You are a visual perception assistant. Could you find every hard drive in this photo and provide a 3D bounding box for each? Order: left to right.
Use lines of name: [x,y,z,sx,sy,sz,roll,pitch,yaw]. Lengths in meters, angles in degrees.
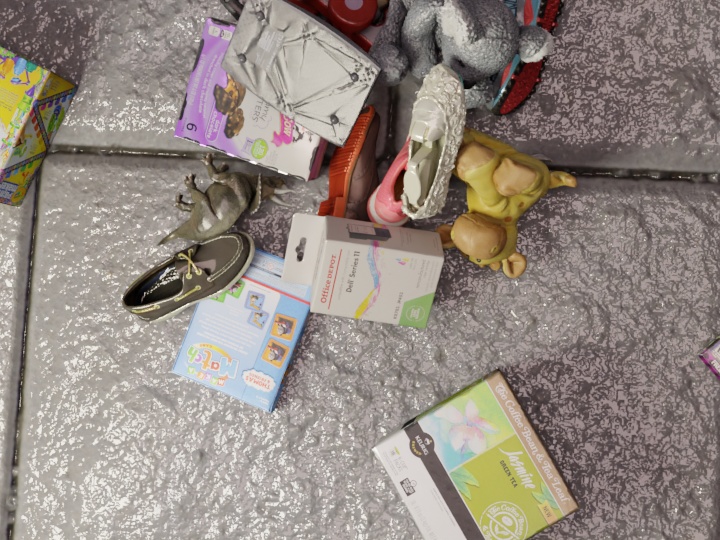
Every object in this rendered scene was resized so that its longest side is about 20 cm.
hard drive: [-0.073,-0.264,1.600,0.199,0.042,0.136,34,122,9]

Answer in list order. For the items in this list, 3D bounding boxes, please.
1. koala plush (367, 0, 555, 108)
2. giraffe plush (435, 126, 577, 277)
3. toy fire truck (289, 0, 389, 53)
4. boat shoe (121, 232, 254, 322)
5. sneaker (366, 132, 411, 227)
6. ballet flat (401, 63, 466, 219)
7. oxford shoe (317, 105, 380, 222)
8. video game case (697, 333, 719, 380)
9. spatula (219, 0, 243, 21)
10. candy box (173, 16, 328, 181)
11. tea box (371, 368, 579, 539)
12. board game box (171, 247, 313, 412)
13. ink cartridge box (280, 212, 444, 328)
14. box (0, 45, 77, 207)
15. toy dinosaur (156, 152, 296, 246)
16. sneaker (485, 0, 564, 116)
koala plush: [0.132,-0.300,1.567,0.176,0.200,0.186,12,97,-26]
giraffe plush: [0.169,-0.082,1.637,0.172,0.199,0.164,35,110,40]
toy fire truck: [-0.013,-0.395,1.692,0.200,0.112,0.168,39,73,5]
boat shoe: [-0.233,0.008,1.683,0.200,0.060,0.072,-32,65,19]
sneaker: [0.084,-0.143,1.655,0.073,0.087,0.201,32,73,-3]
ballet flat: [0.086,-0.150,1.534,0.071,0.072,0.202,9,119,6]
oxford shoe: [-0.002,-0.123,1.701,0.072,0.071,0.202,19,85,-24]
video game case: [0.576,0.127,1.637,0.181,0.036,0.200,-40,84,1]
spatula: [-0.126,-0.314,1.734,0.057,0.021,0.200,-45,83,8]
candy box: [-0.131,-0.232,1.693,0.198,0.072,0.169,19,100,7]
tea box: [0.150,0.262,1.624,0.196,0.134,0.201,-32,85,3]
board game box: [-0.153,0.073,1.711,0.150,0.037,0.202,21,88,7]
ink cartridge box: [0.000,0.000,1.639,0.198,0.068,0.118,8,122,-7]
box: [-0.533,-0.221,1.720,0.199,0.122,0.194,28,90,6]
toy dinosaur: [-0.197,-0.090,1.699,0.199,0.077,0.103,-36,67,-5]
sneaker: [0.205,-0.309,1.686,0.095,0.079,0.202,24,97,33]
